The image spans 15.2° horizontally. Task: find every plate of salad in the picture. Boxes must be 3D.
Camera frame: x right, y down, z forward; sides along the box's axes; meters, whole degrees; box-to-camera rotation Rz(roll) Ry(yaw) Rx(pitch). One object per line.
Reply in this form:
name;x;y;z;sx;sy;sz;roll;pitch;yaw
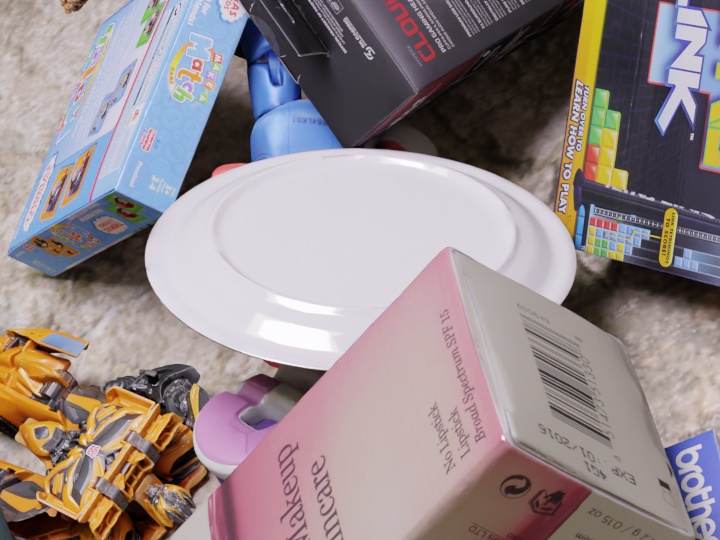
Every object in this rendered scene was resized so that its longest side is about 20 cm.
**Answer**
plate of salad;0.000;0.000;1.254;0.199;0.048;0.200;1;31;-1

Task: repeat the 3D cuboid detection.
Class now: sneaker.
sneaker;0.012;0.070;1.270;0.200;0.089;0.080;-31;35;-29

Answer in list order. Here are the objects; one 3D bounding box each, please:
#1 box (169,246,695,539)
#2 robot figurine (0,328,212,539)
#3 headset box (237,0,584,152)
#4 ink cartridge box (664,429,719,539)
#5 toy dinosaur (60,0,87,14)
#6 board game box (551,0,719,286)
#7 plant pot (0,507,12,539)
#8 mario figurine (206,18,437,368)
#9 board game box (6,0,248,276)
box;0.025;0.112;1.138;0.200;0.109;0.128;-47;33;24
robot figurine;-0.161;0.093;1.377;0.200;0.058;0.145;14;63;42
headset box;0.019;-0.163;1.366;0.200;0.149;0.075;-32;-4;-38
ink cartridge box;0.129;0.165;1.117;0.094;0.044;0.200;-23;42;14
toy dinosaur;-0.123;-0.235;1.501;0.200;0.102;0.136;-36;21;21
board game box;0.177;-0.093;1.236;0.165;0.057;0.201;15;101;44
plant pot;-0.239;0.172;1.295;0.200;0.135;0.200;-19;46;21
mario figurine;-0.034;-0.038;1.391;0.123;0.106;0.200;-12;60;26
board game box;-0.122;-0.085;1.442;0.200;0.037;0.152;-20;47;65
